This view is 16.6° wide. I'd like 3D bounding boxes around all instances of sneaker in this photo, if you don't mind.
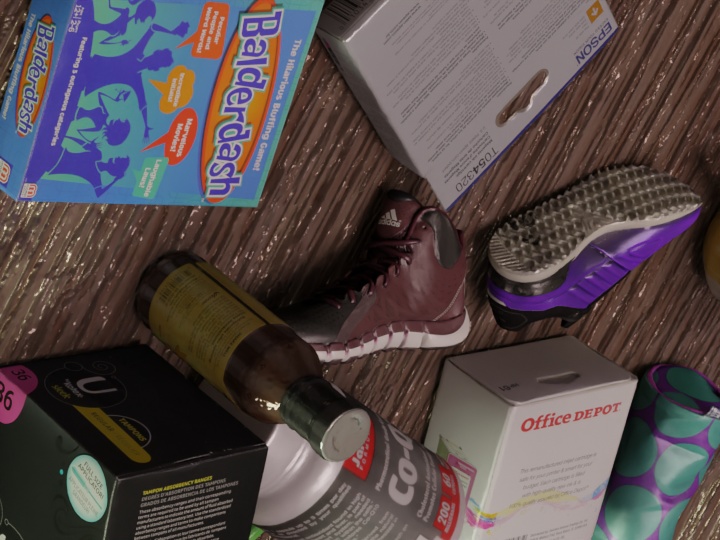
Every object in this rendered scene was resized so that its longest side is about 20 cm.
[{"bbox_3d":[0.176,-0.010,1.911,0.200,0.070,0.100,-22,137,-27],"label":"sneaker"},{"bbox_3d":[0.000,0.000,1.753,0.200,0.076,0.116,-6,108,-44],"label":"sneaker"}]

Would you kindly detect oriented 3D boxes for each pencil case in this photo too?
[{"bbox_3d":[0.250,0.185,2.091,0.092,0.085,0.200,17,108,-13],"label":"pencil case"}]

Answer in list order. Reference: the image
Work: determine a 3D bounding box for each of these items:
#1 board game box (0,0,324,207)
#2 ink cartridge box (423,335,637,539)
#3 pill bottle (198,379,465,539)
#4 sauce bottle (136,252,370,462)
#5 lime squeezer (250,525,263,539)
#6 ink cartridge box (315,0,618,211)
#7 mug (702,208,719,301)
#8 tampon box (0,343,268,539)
[{"bbox_3d":[-0.128,-0.118,1.556,0.200,0.045,0.152,-1,117,-44],"label":"board game box"},{"bbox_3d":[0.122,0.161,1.955,0.144,0.085,0.200,-8,123,-41],"label":"ink cartridge box"},{"bbox_3d":[-0.026,0.143,1.741,0.200,0.114,0.114,37,89,-40],"label":"pill bottle"},{"bbox_3d":[-0.070,0.058,1.612,0.065,0.200,0.065,-23,131,-29],"label":"sauce bottle"},{"bbox_3d":[-0.034,0.174,1.849,0.200,0.038,0.071,-24,128,-34],"label":"lime squeezer"},{"bbox_3d":[0.078,-0.172,1.720,0.196,0.043,0.200,-46,141,-12],"label":"ink cartridge box"},{"bbox_3d":[0.364,-0.016,2.015,0.149,0.153,0.187,-23,130,-31],"label":"mug"},{"bbox_3d":[-0.169,0.175,1.633,0.126,0.150,0.200,-9,121,-40],"label":"tampon box"}]
